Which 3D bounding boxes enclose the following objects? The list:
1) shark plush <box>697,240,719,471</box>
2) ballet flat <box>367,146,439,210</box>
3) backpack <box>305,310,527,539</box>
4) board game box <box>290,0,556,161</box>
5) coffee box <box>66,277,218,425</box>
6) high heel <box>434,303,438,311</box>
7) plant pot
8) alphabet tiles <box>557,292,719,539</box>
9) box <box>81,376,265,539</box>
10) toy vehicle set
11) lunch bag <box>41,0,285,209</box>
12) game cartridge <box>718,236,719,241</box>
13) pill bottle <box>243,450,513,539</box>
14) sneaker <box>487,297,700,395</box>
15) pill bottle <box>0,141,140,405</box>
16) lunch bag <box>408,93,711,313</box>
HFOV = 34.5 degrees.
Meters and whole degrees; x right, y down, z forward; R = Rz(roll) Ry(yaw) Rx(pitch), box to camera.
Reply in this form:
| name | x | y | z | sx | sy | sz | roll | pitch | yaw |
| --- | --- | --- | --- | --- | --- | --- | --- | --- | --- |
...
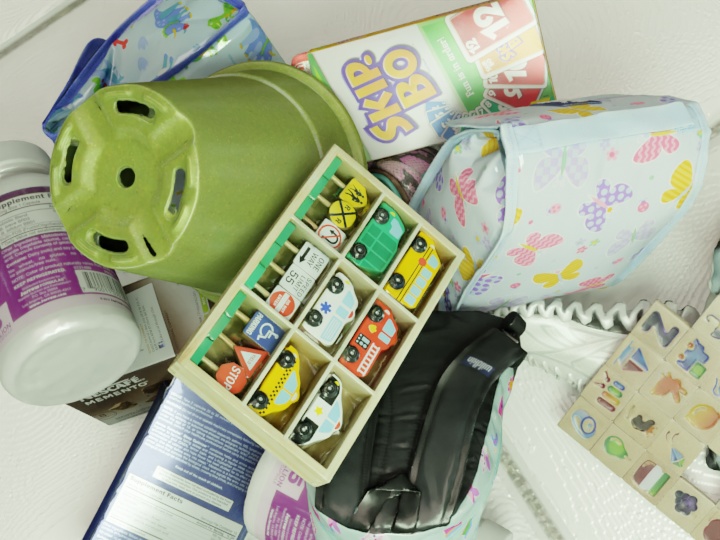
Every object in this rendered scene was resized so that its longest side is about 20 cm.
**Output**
| name | x | y | z | sx | sy | sz | roll | pitch | yaw |
| --- | --- | --- | --- | --- | --- | --- | --- | --- | --- |
| shark plush | 0.301 | 0.058 | 0.896 | 0.083 | 0.091 | 0.202 | 19 | 89 | 27 |
| ballet flat | 0.005 | -0.081 | 1.011 | 0.071 | 0.199 | 0.070 | -38 | 111 | -26 |
| backpack | 0.036 | 0.126 | 0.831 | 0.165 | 0.127 | 0.201 | 1 | 46 | 14 |
| board game box | 0.048 | -0.147 | 0.910 | 0.198 | 0.030 | 0.097 | -13 | 105 | 13 |
| coffee box | -0.160 | 0.057 | 1.008 | 0.198 | 0.113 | 0.081 | -20 | 68 | 5 |
| high heel | 0.000 | 0.000 | 0.940 | 0.199 | 0.096 | 0.068 | 36 | 64 | -10 |
| plant pot | -0.120 | -0.063 | 0.844 | 0.198 | 0.190 | 0.203 | 1 | 93 | 23 |
| alphabet tiles | 0.274 | 0.099 | 0.889 | 0.167 | 0.008 | 0.201 | 39 | 112 | 12 |
| box | -0.141 | 0.180 | 0.964 | 0.120 | 0.032 | 0.201 | 29 | 87 | -17 |
| toy vehicle set | -0.024 | 0.026 | 0.781 | 0.124 | 0.026 | 0.201 | 38 | 60 | -9 |
| lunch bag | -0.160 | -0.139 | 1.032 | 0.200 | 0.170 | 0.127 | -43 | 49 | -3 |
| game cartridge | 0.415 | -0.055 | 0.957 | 0.198 | 0.032 | 0.178 | 19 | 78 | 17 |
| pill bottle | 0.016 | 0.202 | 0.921 | 0.198 | 0.112 | 0.113 | 23 | 79 | 18 |
| sneaker | 0.177 | 0.065 | 0.954 | 0.198 | 0.075 | 0.082 | 1 | 82 | 14 |
| pill bottle | -0.258 | -0.003 | 0.925 | 0.112 | 0.112 | 0.201 | -30 | 60 | 2 |
| lunch bag | 0.143 | -0.062 | 0.859 | 0.168 | 0.200 | 0.128 | -12 | 69 | -18 |
